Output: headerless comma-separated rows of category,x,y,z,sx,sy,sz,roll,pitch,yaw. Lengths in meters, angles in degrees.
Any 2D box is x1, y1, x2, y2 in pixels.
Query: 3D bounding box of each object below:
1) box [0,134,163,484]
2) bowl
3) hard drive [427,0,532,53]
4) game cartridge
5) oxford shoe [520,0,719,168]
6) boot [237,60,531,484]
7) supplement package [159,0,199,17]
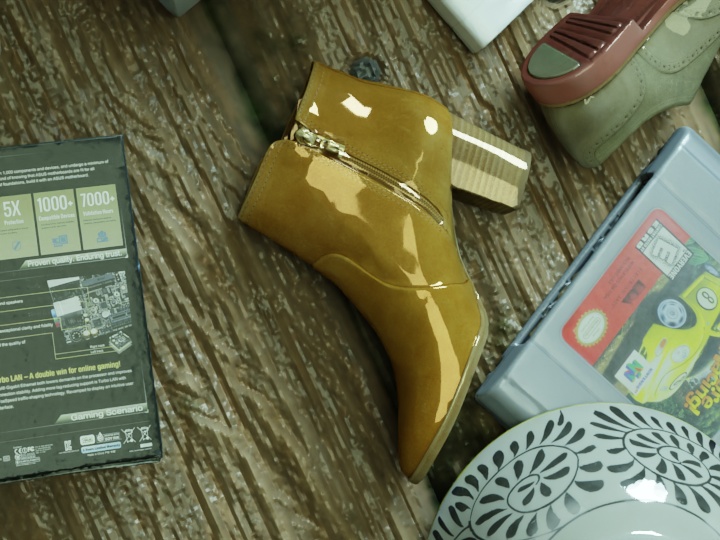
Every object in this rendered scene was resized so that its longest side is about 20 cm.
box,-0.209,0.028,0.964,0.198,0.086,0.166,-8,87,-15
bowl,0.134,0.176,1.015,0.198,0.094,0.203,-1,96,-5
hard drive,0.045,-0.240,1.084,0.132,0.027,0.200,-43,97,-14
game cartridge,0.172,0.036,1.090,0.133,0.041,0.201,41,77,-12
oxford shoe,0.176,-0.137,1.100,0.199,0.070,0.075,-38,121,-16
boot,0.000,-0.001,1.037,0.143,0.071,0.203,17,78,-6
supplement package,-0.100,-0.253,0.951,0.147,0.191,0.200,-39,94,-1
